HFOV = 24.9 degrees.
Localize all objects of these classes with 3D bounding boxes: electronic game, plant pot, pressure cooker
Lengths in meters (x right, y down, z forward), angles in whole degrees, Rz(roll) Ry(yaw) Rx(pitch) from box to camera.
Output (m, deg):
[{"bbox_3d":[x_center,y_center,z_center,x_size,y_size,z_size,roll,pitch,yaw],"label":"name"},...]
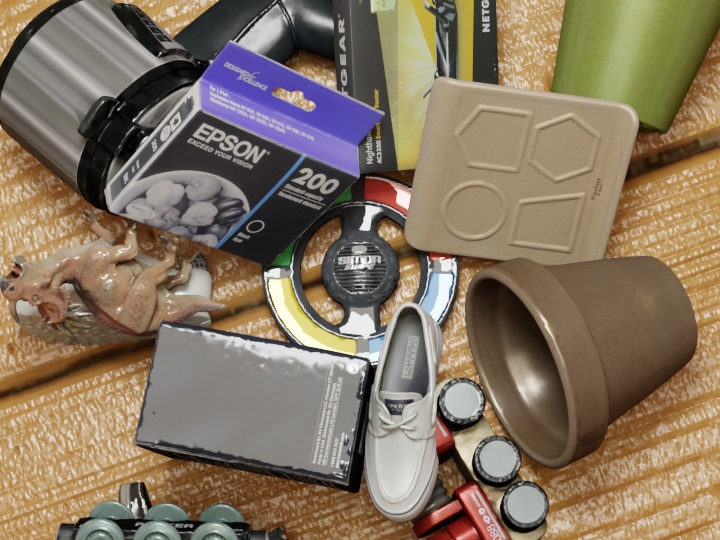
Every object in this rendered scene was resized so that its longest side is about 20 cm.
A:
[{"bbox_3d":[0.000,0.000,1.636,0.199,0.042,0.201,0,79,3],"label":"electronic game"},{"bbox_3d":[0.274,-0.240,1.611,0.199,0.200,0.191,17,93,5],"label":"plant pot"},{"bbox_3d":[0.222,0.067,1.554,0.174,0.200,0.201,-19,79,-18],"label":"plant pot"},{"bbox_3d":[-0.236,-0.152,1.598,0.200,0.179,0.176,39,52,19],"label":"pressure cooker"}]

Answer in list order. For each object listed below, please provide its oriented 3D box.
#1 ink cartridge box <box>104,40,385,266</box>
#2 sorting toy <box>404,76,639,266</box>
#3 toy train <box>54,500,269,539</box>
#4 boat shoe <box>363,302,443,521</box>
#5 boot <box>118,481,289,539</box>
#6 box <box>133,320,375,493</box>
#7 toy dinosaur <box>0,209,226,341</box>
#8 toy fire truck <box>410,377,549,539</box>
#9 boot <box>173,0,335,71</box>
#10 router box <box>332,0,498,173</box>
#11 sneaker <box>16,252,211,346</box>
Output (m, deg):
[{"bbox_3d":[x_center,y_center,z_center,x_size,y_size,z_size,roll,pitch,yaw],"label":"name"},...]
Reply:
[{"bbox_3d":[-0.103,-0.101,1.521,0.200,0.198,0.043,-45,45,27],"label":"ink cartridge box"},{"bbox_3d":[0.154,-0.093,1.585,0.199,0.037,0.186,9,120,-2],"label":"sorting toy"},{"bbox_3d":[-0.183,0.277,1.503,0.199,0.085,0.115,1,98,0],"label":"toy train"},{"bbox_3d":[0.036,0.128,1.504,0.073,0.065,0.201,-2,72,12],"label":"boat shoe"},{"bbox_3d":[-0.141,0.281,1.573,0.150,0.073,0.201,-20,83,0],"label":"boot"},{"bbox_3d":[-0.092,0.131,1.534,0.197,0.200,0.124,9,81,4],"label":"box"},{"bbox_3d":[-0.235,0.022,1.556,0.199,0.086,0.136,27,75,-8],"label":"toy dinosaur"},{"bbox_3d":[0.056,0.226,1.564,0.199,0.129,0.176,-28,75,-11],"label":"toy fire truck"},{"bbox_3d":[-0.073,-0.219,1.662,0.200,0.076,0.168,42,88,4],"label":"boot"},{"bbox_3d":[0.056,-0.201,1.609,0.157,0.052,0.201,-7,99,-20],"label":"router box"},{"bbox_3d":[-0.248,0.026,1.632,0.199,0.076,0.081,-2,70,-5],"label":"sneaker"}]
